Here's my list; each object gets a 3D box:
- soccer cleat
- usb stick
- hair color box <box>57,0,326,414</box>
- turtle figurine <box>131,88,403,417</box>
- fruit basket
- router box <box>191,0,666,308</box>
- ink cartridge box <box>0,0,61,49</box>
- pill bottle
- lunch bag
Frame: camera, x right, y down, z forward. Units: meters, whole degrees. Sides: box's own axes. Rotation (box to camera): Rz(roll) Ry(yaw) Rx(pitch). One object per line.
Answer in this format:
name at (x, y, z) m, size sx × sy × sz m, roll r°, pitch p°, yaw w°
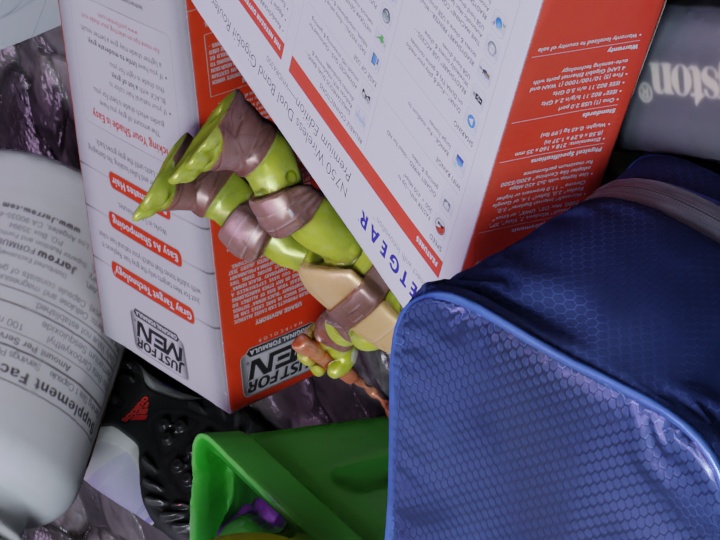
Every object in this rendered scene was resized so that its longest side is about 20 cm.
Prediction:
soccer cleat at (-0.088, 0.094, 1.102) m, size 0.200 × 0.068 × 0.073 m, roll 29°, pitch 156°, yaw 40°
usb stick at (0.125, -0.056, 0.699) m, size 0.200 × 0.033 × 0.056 m, roll 13°, pitch 121°, yaw 54°
hair color box at (-0.070, -0.053, 0.969) m, size 0.101 × 0.061 × 0.201 m, roll 28°, pitch 131°, yaw 45°
turtle figurine at (0.000, 0.000, 0.873) m, size 0.161 × 0.065 × 0.200 m, roll 38°, pitch 167°, yaw -11°
fruit basket at (-0.018, 0.158, 0.895) m, size 0.215 × 0.215 × 0.156 m, roll 38°, pitch 138°, yaw 38°
router box at (0.017, -0.107, 0.774) m, size 0.200 × 0.049 × 0.180 m, roll 56°, pitch 145°, yaw 36°
ink cartridge box at (-0.173, -0.143, 0.936) m, size 0.041 × 0.199 × 0.200 m, roll 53°, pitch 148°, yaw 16°
pill bottle at (-0.172, 0.056, 1.048) m, size 0.114 × 0.201 × 0.114 m, roll 13°, pitch 154°, yaw 6°
lunch bag at (0.097, 0.075, 0.730) m, size 0.136 × 0.132 × 0.201 m, roll 32°, pitch 135°, yaw 33°
